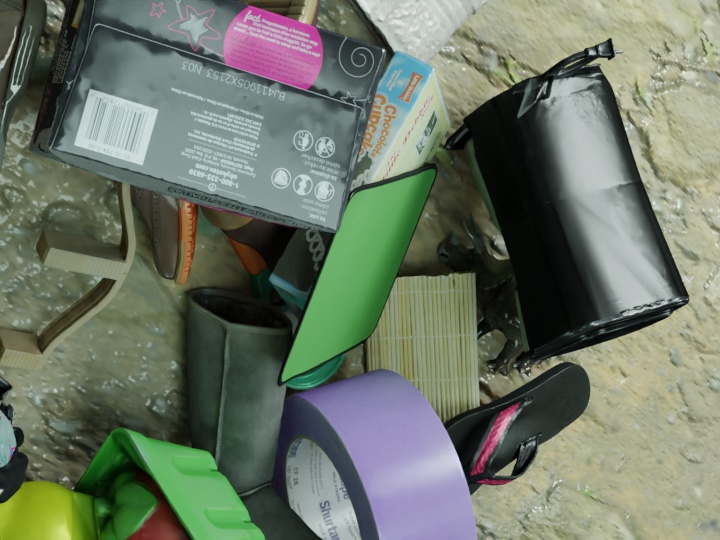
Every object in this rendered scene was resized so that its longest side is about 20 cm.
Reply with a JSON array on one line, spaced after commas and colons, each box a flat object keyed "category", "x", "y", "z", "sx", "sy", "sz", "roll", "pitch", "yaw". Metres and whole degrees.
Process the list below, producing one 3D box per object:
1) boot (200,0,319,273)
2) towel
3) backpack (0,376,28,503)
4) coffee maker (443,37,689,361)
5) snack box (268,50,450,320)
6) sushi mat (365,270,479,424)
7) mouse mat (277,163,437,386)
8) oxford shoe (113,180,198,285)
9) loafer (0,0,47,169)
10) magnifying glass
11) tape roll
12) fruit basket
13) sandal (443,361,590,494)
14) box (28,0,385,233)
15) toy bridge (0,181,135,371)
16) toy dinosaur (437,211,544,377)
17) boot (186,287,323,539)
[{"category": "boot", "x": -0.059, "y": -0.109, "z": 1.338, "sx": 0.166, "sy": 0.072, "sz": 0.201, "roll": 48, "pitch": 59, "yaw": -56}, {"category": "towel", "x": 0.033, "y": -0.258, "z": 1.344, "sx": 0.133, "sy": 0.034, "sz": 0.200, "roll": -45, "pitch": 126, "yaw": -7}, {"category": "backpack", "x": -0.321, "y": 0.083, "z": 1.215, "sx": 0.166, "sy": 0.127, "sz": 0.201, "roll": -22, "pitch": 117, "yaw": -18}, {"category": "coffee maker", "x": 0.162, "y": -0.044, "z": 1.370, "sx": 0.134, "sy": 0.192, "sz": 0.201, "roll": -19, "pitch": 80, "yaw": -4}, {"category": "snack box", "x": 0.003, "y": -0.056, "z": 1.349, "sx": 0.201, "sy": 0.037, "sz": 0.116, "roll": -61, "pitch": 165, "yaw": -10}, {"category": "sushi mat", "x": 0.053, "y": 0.094, "z": 1.491, "sx": 0.095, "sy": 0.012, "sz": 0.201, "roll": -5, "pitch": 114, "yaw": -3}, {"category": "mouse mat", "x": 0.000, "y": 0.000, "z": 1.345, "sx": 0.200, "sy": 0.008, "sz": 0.161, "roll": -21, "pitch": 135, "yaw": -67}, {"category": "oxford shoe", "x": -0.158, "y": -0.080, "z": 1.295, "sx": 0.073, "sy": 0.071, "sz": 0.201, "roll": -5, "pitch": 117, "yaw": 0}, {"category": "loafer", "x": -0.272, "y": -0.098, "z": 1.214, "sx": 0.063, "sy": 0.072, "sz": 0.201, "roll": 17, "pitch": 94, "yaw": -18}, {"category": "magnifying glass", "x": -0.069, "y": 0.012, "z": 1.401, "sx": 0.080, "sy": 0.022, "sz": 0.200, "roll": -38, "pitch": 122, "yaw": -16}, {"category": "tape roll", "x": 0.006, "y": 0.185, "z": 1.409, "sx": 0.085, "sy": 0.200, "sz": 0.201, "roll": -14, "pitch": 116, "yaw": -25}, {"category": "fruit basket", "x": -0.204, "y": 0.219, "z": 1.310, "sx": 0.215, "sy": 0.156, "sz": 0.216, "roll": -28, "pitch": 150, "yaw": -17}, {"category": "sandal", "x": 0.125, "y": 0.143, "z": 1.497, "sx": 0.200, "sy": 0.045, "sz": 0.075, "roll": -31, "pitch": 124, "yaw": -21}, {"category": "box", "x": -0.105, "y": -0.111, "z": 1.179, "sx": 0.199, "sy": 0.115, "sz": 0.133, "roll": 16, "pitch": 89, "yaw": -17}, {"category": "toy bridge", "x": -0.199, "y": -0.012, "z": 1.276, "sx": 0.067, "sy": 0.027, "sz": 0.200, "roll": 13, "pitch": 118, "yaw": -31}, {"category": "toy dinosaur", "x": 0.150, "y": 0.035, "z": 1.510, "sx": 0.199, "sy": 0.077, "sz": 0.103, "roll": 18, "pitch": 113, "yaw": -31}, {"category": "boot", "x": -0.073, "y": 0.131, "z": 1.367, "sx": 0.073, "sy": 0.181, "sz": 0.201, "roll": -15, "pitch": 123, "yaw": -61}]
